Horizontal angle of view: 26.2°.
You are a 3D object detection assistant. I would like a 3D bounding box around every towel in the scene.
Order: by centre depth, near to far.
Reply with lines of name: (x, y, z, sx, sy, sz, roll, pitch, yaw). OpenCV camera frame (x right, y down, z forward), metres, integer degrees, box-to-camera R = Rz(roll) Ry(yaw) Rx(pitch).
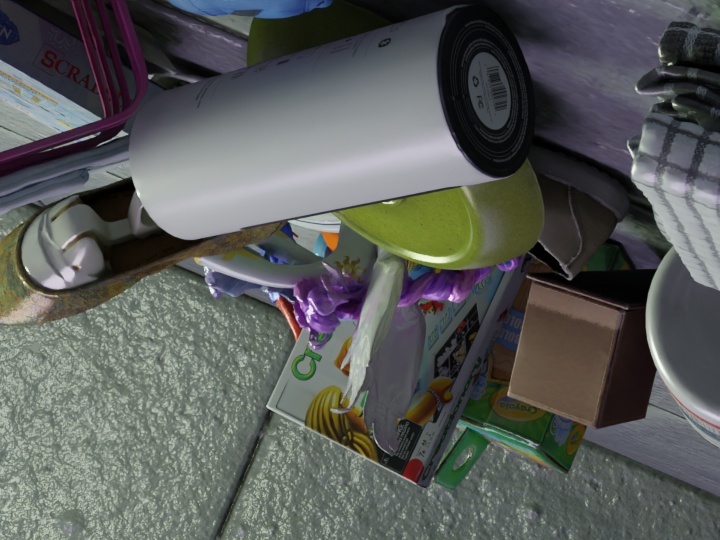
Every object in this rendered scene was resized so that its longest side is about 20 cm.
towel: (0.200, -0.026, 0.608, 0.164, 0.086, 0.200, 22, 175, 25)

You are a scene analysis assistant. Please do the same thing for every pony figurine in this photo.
pony figurine: (0.000, 0.000, 0.996, 0.198, 0.195, 0.167, 22, 170, 12)

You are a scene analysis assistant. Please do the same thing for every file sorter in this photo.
file sorter: (-0.195, -0.123, 0.834, 0.124, 0.141, 0.200, -19, -174, -14)

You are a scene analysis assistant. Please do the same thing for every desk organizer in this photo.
desk organizer: (0.177, 0.046, 0.998, 0.071, 0.078, 0.199, 18, -168, 34)

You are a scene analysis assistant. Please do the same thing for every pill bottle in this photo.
pill bottle: (0.233, 0.046, 0.894, 0.118, 0.121, 0.200, 20, 173, 20)

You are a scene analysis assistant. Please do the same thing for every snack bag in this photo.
snack bag: (-0.191, -0.042, 0.869, 0.199, 0.022, 0.188, -24, -173, -34)

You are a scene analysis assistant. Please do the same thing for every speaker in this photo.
speaker: (-0.019, -0.068, 0.750, 0.198, 0.082, 0.081, -10, 154, 37)

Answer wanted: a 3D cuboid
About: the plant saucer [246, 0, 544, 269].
plant saucer: (0.010, -0.065, 0.850, 0.199, 0.031, 0.201, 32, 157, 15)

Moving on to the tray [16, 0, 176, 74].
tray: (-0.221, -0.184, 1.034, 0.199, 0.022, 0.107, 27, 171, -31)

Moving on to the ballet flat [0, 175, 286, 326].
ballet flat: (-0.133, -0.026, 0.884, 0.198, 0.071, 0.071, -19, 173, -2)

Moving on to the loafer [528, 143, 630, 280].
loafer: (0.058, -0.053, 0.912, 0.198, 0.070, 0.075, 22, 173, 6)

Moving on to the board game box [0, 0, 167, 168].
board game box: (-0.235, -0.144, 1.064, 0.199, 0.041, 0.199, 30, 173, -11)

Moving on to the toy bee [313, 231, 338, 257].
toy bee: (0.011, -0.028, 1.243, 0.130, 0.109, 0.201, 29, 150, 17)

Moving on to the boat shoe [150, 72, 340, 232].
boat shoe: (-0.068, -0.083, 1.087, 0.198, 0.074, 0.067, 21, 175, 20)

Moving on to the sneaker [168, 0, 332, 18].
sneaker: (-0.031, -0.138, 0.615, 0.078, 0.067, 0.200, 13, 178, -21)

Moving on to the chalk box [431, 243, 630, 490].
chalk box: (0.110, 0.070, 1.142, 0.123, 0.202, 0.124, 20, 173, 21)

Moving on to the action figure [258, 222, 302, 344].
action figure: (-0.071, -0.040, 1.174, 0.201, 0.051, 0.066, 59, 159, 12)

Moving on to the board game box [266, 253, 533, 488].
board game box: (0.032, 0.034, 1.088, 0.125, 0.202, 0.035, 23, 175, 21)
